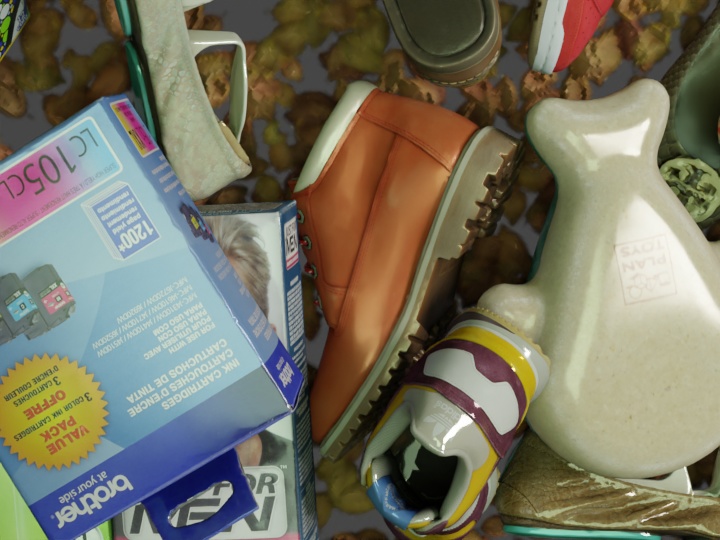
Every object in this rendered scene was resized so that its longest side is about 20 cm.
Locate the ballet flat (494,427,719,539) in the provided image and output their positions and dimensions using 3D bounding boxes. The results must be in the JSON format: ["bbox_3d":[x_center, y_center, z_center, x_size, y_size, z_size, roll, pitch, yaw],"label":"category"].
[{"bbox_3d":[0.173,0.122,1.019,0.199,0.068,0.073,9,82,0],"label":"ballet flat"}]

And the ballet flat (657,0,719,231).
[{"bbox_3d":[0.203,-0.108,0.976,0.067,0.046,0.201,28,99,-6],"label":"ballet flat"}]

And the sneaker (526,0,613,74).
[{"bbox_3d":[0.160,-0.182,0.948,0.112,0.071,0.201,20,98,-2],"label":"sneaker"}]

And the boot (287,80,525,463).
[{"bbox_3d":[0.000,0.000,0.987,0.107,0.075,0.201,27,106,13],"label":"boot"}]

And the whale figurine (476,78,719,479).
[{"bbox_3d":[0.129,0.004,0.968,0.158,0.104,0.201,-14,98,-11],"label":"whale figurine"}]

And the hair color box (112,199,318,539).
[{"bbox_3d":[-0.078,0.068,0.956,0.100,0.061,0.201,-3,97,7],"label":"hair color box"}]

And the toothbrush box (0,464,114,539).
[{"bbox_3d":[-0.202,0.060,0.975,0.145,0.086,0.201,-3,99,-1],"label":"toothbrush box"}]

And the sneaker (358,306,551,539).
[{"bbox_3d":[0.029,0.101,0.944,0.075,0.200,0.090,34,56,14],"label":"sneaker"}]

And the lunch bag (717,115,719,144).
[{"bbox_3d":[0.287,-0.084,0.951,0.200,0.082,0.176,-37,113,2],"label":"lunch bag"}]

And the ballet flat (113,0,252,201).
[{"bbox_3d":[-0.093,-0.125,0.937,0.062,0.068,0.201,-16,129,-9],"label":"ballet flat"}]

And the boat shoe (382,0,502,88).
[{"bbox_3d":[0.024,-0.187,0.946,0.072,0.068,0.201,-11,81,8],"label":"boat shoe"}]

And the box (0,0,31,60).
[{"bbox_3d":[-0.241,-0.078,0.903,0.064,0.070,0.200,24,67,11],"label":"box"}]

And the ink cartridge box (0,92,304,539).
[{"bbox_3d":[-0.118,0.035,0.885,0.136,0.076,0.200,-31,97,7],"label":"ink cartridge box"}]
